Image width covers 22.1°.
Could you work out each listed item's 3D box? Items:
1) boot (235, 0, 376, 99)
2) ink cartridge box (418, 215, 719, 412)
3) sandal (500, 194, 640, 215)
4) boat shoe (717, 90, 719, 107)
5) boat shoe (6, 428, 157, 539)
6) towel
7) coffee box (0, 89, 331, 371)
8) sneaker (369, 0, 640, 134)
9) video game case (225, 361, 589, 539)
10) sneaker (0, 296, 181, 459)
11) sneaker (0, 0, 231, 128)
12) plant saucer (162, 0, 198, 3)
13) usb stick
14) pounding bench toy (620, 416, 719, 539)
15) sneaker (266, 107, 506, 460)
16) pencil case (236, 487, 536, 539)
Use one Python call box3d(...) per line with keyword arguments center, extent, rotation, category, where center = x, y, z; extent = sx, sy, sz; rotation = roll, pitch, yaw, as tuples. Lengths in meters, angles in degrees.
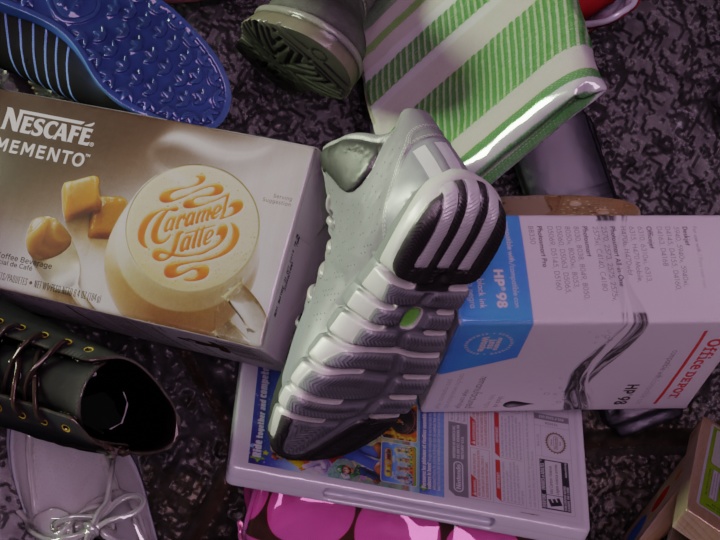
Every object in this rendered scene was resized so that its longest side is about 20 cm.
box3d(center=(0.013, -0.195, 1.052), extent=(0.073, 0.182, 0.200), rotation=(42, 85, -18), category="boot")
box3d(center=(0.136, 0.025, 1.017), extent=(0.200, 0.116, 0.067), rotation=(0, 62, -10), category="ink cartridge box")
box3d(center=(0.055, -0.048, 1.062), extent=(0.211, 0.078, 0.070), rotation=(0, 113, 7), category="sandal")
box3d(center=(0.311, -0.085, 1.117), extent=(0.200, 0.074, 0.065), rotation=(25, 77, -12), category="boat shoe")
box3d(center=(-0.150, 0.157, 1.035), extent=(0.074, 0.086, 0.202), rotation=(-16, 85, -7), category="boat shoe")
box3d(center=(0.060, -0.123, 1.023), extent=(0.023, 0.200, 0.153), rotation=(30, 123, -33), category="towel")
box3d(center=(-0.118, -0.022, 1.027), extent=(0.200, 0.080, 0.115), rotation=(13, 80, 20), category="coffee box")
box3d(center=(0.089, -0.137, 1.076), extent=(0.200, 0.112, 0.071), rotation=(-42, 92, -8), category="sneaker")
box3d(center=(0.029, 0.081, 1.045), extent=(0.200, 0.018, 0.143), rotation=(11, 41, -7), category="video game case")
box3d(center=(-0.190, 0.043, 0.958), extent=(0.200, 0.106, 0.075), rotation=(20, 81, -23), category="sneaker")
box3d(center=(-0.166, -0.135, 1.072), extent=(0.200, 0.078, 0.070), rotation=(34, 69, -3), category="sneaker")
box3d(center=(-0.115, -0.255, 1.105), extent=(0.200, 0.051, 0.201), rotation=(0, 84, -4), category="plant saucer")
box3d(center=(0.141, -0.001, 1.105), extent=(0.055, 0.033, 0.200), rotation=(-18, 86, -10), category="usb stick")
box3d(center=(0.202, 0.184, 1.051), extent=(0.124, 0.200, 0.156), rotation=(33, 113, 2), category="pounding bench toy")
box3d(center=(0.000, 0.000, 0.963), extent=(0.075, 0.200, 0.116), rotation=(9, 39, -35), category="sneaker")
box3d(center=(0.027, 0.149, 1.054), extent=(0.200, 0.091, 0.094), rotation=(19, 89, 0), category="pencil case")
